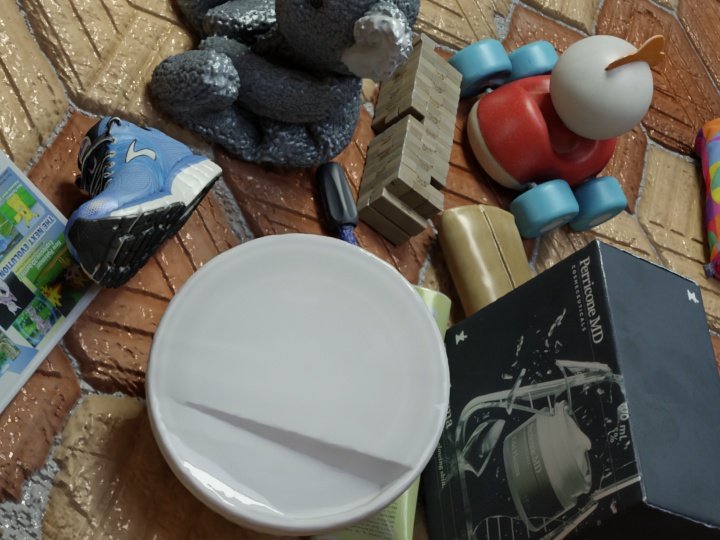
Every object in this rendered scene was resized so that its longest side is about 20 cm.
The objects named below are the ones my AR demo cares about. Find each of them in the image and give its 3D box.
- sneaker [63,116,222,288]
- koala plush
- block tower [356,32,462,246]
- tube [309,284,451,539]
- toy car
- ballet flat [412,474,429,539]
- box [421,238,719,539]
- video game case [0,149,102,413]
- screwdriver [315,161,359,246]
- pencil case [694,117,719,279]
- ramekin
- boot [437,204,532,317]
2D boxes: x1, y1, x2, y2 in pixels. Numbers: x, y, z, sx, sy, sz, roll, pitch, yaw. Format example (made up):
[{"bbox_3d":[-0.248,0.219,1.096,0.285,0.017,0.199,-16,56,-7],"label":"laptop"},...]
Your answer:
[{"bbox_3d":[-0.167,-0.053,1.175,0.089,0.079,0.200,37,18,-1],"label":"sneaker"},{"bbox_3d":[-0.028,-0.188,1.332,0.183,0.200,0.178,34,42,-29],"label":"koala plush"},{"bbox_3d":[0.045,-0.116,1.487,0.058,0.054,0.201,36,42,-27],"label":"block tower"},{"bbox_3d":[0.019,0.111,1.219,0.052,0.058,0.201,21,73,-29],"label":"tube"},{"bbox_3d":[0.215,-0.158,1.590,0.176,0.200,0.185,-8,70,-51],"label":"toy car"},{"bbox_3d":[0.023,0.157,1.264,0.072,0.072,0.201,-13,74,-52],"label":"ballet flat"},{"bbox_3d":[0.148,0.119,1.202,0.124,0.196,0.201,21,49,-38],"label":"box"},{"bbox_3d":[-0.265,-0.008,1.079,0.182,0.022,0.200,48,37,-13],"label":"video game case"},{"bbox_3d":[0.000,0.000,1.365,0.028,0.029,0.201,9,52,-45],"label":"screwdriver"},{"bbox_3d":[0.411,-0.074,1.858,0.088,0.088,0.201,31,46,-31],"label":"pencil case"},{"bbox_3d":[-0.045,0.085,1.140,0.201,0.094,0.203,3,68,-8],"label":"ramekin"},{"bbox_3d":[0.101,0.040,1.435,0.175,0.066,0.201,15,53,-54],"label":"boot"}]
